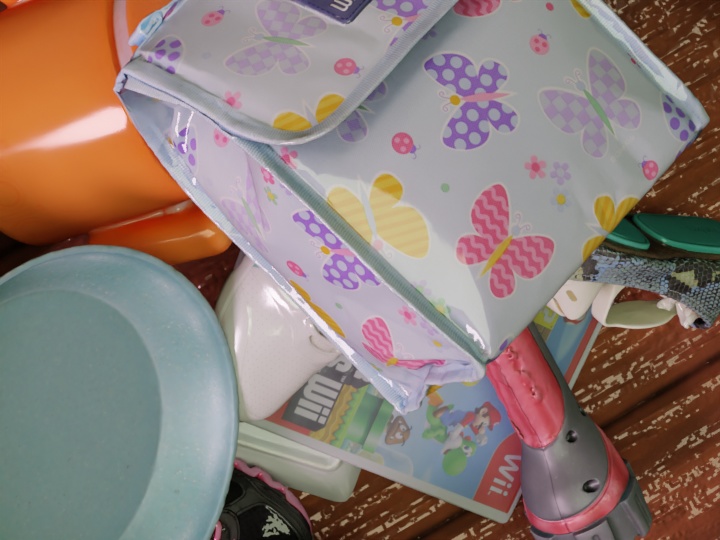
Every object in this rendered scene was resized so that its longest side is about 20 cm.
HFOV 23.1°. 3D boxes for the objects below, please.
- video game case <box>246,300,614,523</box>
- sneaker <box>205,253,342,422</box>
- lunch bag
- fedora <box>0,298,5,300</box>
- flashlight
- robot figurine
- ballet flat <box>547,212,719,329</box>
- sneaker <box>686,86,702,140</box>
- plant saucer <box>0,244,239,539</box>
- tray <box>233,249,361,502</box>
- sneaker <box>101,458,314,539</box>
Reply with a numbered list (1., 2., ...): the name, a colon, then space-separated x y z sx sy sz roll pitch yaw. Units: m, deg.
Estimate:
1. video game case: 0.029 0.041 0.944 0.199 0.017 0.144 24 93 -27
2. sneaker: 0.000 0.000 0.853 0.201 0.080 0.070 -51 142 6
3. lunch bag: 0.017 -0.069 0.748 0.200 0.127 0.170 46 67 -1
4. fedora: -0.255 0.001 0.814 0.199 0.201 0.082 -8 83 -12
5. flashlight: 0.086 0.068 0.929 0.068 0.068 0.200 -39 117 -15
6. robot figurine: -0.118 -0.080 0.837 0.199 0.117 0.145 -17 62 19
7. ballet flat: 0.132 -0.002 0.930 0.199 0.074 0.075 12 98 -37
8. sneaker: 0.082 -0.087 0.930 0.199 0.079 0.090 9 106 -6
9. plant saucer: -0.140 0.084 0.797 0.199 0.036 0.201 -15 111 -44
10. tray: -0.020 0.022 0.948 0.107 0.022 0.201 18 96 -15
11. sneaker: -0.115 0.133 0.905 0.199 0.095 0.079 17 103 -16
